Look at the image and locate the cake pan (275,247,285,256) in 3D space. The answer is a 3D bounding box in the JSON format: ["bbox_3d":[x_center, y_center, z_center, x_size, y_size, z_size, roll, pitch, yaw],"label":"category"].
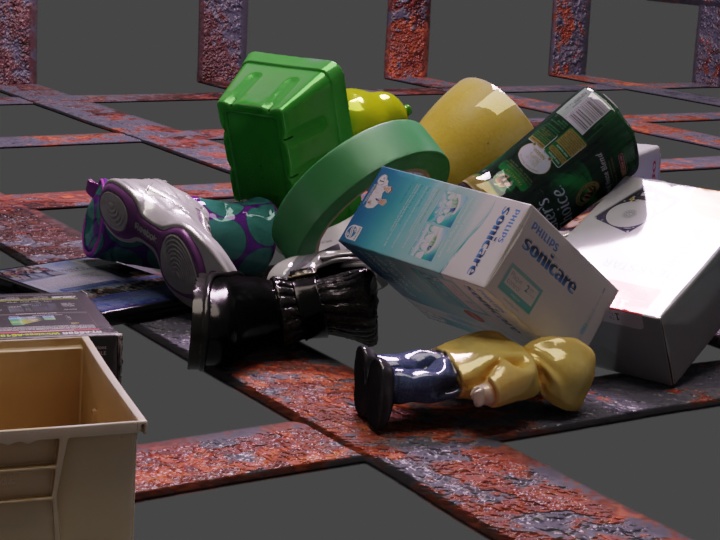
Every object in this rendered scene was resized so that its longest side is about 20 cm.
[{"bbox_3d":[-0.014,-0.040,1.917,0.198,0.037,0.200,3,13,-1],"label":"cake pan"}]

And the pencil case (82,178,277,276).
[{"bbox_3d":[-0.192,-0.046,1.739,0.198,0.085,0.093,7,53,-21],"label":"pencil case"}]

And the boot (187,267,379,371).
[{"bbox_3d":[-0.064,0.040,1.452,0.156,0.080,0.211,4,12,7],"label":"boot"}]

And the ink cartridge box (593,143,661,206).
[{"bbox_3d":[0.261,-0.059,1.814,0.082,0.147,0.200,6,12,26],"label":"ink cartridge box"}]

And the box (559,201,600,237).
[{"bbox_3d":[0.196,-0.017,1.671,0.198,0.051,0.075,-22,15,-3],"label":"box"}]

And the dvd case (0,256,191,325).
[{"bbox_3d":[-0.264,0.019,1.643,0.199,0.018,0.142,16,19,42],"label":"dvd case"}]

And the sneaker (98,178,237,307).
[{"bbox_3d":[-0.169,-0.035,1.621,0.099,0.075,0.200,-13,46,-46],"label":"sneaker"}]

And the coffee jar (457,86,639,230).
[{"bbox_3d":[0.174,-0.082,1.601,0.199,0.104,0.085,-38,60,-6],"label":"coffee jar"}]

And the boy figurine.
[{"bbox_3d":[0.094,0.085,1.326,0.198,0.065,0.124,-1,13,-21],"label":"boy figurine"}]

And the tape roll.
[{"bbox_3d":[0.001,-0.072,1.722,0.199,0.201,0.048,-12,58,-48],"label":"tape roll"}]

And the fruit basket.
[{"bbox_3d":[-0.047,-0.148,1.828,0.154,0.218,0.215,11,15,32],"label":"fruit basket"}]

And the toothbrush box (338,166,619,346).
[{"bbox_3d":[0.102,-0.004,1.427,0.199,0.086,0.146,18,-17,49],"label":"toothbrush box"}]

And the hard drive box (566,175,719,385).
[{"bbox_3d":[0.267,0.005,1.518,0.155,0.077,0.200,12,42,38],"label":"hard drive box"}]

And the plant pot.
[{"bbox_3d":[0.120,-0.112,1.988,0.141,0.201,0.199,-32,27,-22],"label":"plant pot"}]

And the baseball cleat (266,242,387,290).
[{"bbox_3d":[0.000,0.000,1.659,0.106,0.070,0.199,-4,15,47],"label":"baseball cleat"}]

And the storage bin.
[{"bbox_3d":[-0.254,0.115,1.042,0.197,0.095,0.200,-1,14,-20],"label":"storage bin"}]

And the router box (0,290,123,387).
[{"bbox_3d":[-0.303,0.065,1.324,0.198,0.063,0.150,-2,13,-20],"label":"router box"}]
